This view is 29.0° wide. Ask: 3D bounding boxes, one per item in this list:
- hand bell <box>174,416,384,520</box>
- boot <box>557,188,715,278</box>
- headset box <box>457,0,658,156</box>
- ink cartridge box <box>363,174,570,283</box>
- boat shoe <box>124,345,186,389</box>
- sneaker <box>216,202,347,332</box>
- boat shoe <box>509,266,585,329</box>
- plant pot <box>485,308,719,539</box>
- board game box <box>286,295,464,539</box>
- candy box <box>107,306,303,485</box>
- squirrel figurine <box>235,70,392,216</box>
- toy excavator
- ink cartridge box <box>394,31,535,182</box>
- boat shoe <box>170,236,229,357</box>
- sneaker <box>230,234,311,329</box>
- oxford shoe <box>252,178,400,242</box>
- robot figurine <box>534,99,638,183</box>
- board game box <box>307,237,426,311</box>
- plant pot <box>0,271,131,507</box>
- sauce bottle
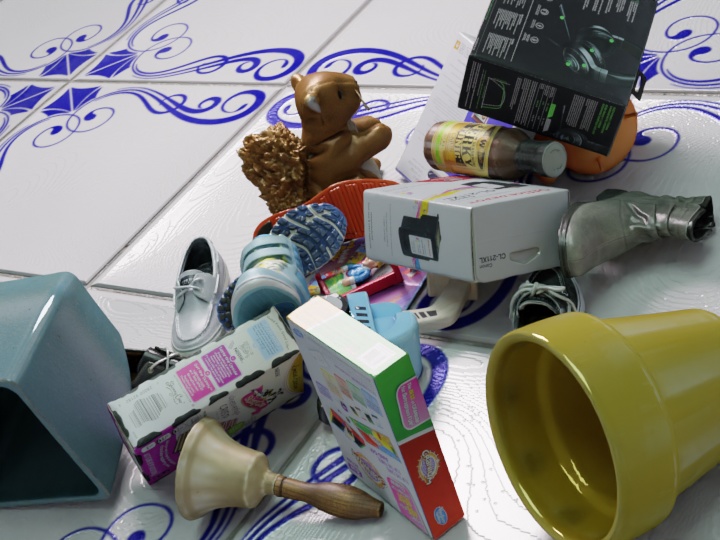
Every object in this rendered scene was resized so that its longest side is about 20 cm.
[{"bbox_3d":[-0.071,0.212,1.362,0.198,0.105,0.104,8,42,21],"label":"hand bell"},{"bbox_3d":[0.300,-0.047,1.489,0.130,0.068,0.200,3,22,33],"label":"boot"},{"bbox_3d":[0.233,-0.246,1.590,0.198,0.093,0.175,18,57,6],"label":"headset box"},{"bbox_3d":[0.118,-0.051,1.545,0.145,0.084,0.199,-11,14,-34],"label":"ink cartridge box"},{"bbox_3d":[-0.225,0.121,1.579,0.198,0.068,0.072,0,37,27],"label":"boat shoe"},{"bbox_3d":[-0.098,-0.003,1.657,0.200,0.077,0.085,-43,-1,-14],"label":"sneaker"},{"bbox_3d":[0.189,0.045,1.450,0.073,0.069,0.200,-5,36,22],"label":"boat shoe"},{"bbox_3d":[0.239,0.120,1.217,0.187,0.203,0.201,-18,30,-23],"label":"plant pot"},{"bbox_3d":[0.014,0.136,1.297,0.040,0.201,0.153,-33,35,-20],"label":"board game box"},{"bbox_3d":[-0.157,0.133,1.454,0.199,0.137,0.061,-31,70,-13],"label":"candy box"},{"bbox_3d":[-0.057,-0.152,1.763,0.198,0.188,0.142,-21,33,0],"label":"squirrel figurine"},{"bbox_3d":[0.041,0.067,1.501,0.198,0.101,0.195,-7,32,-3],"label":"toy excavator"},{"bbox_3d":[0.139,-0.173,1.739,0.201,0.043,0.198,-64,35,16],"label":"ink cartridge box"},{"bbox_3d":[-0.202,0.030,1.689,0.069,0.072,0.202,-15,33,10],"label":"boat shoe"},{"bbox_3d":[-0.106,0.007,1.518,0.079,0.200,0.132,-20,68,4],"label":"sneaker"},{"bbox_3d":[-0.035,-0.063,1.721,0.198,0.072,0.073,-16,-7,5],"label":"oxford shoe"},{"bbox_3d":[0.260,-0.186,1.703,0.143,0.118,0.200,-21,31,-18],"label":"robot figurine"},{"bbox_3d":[0.000,0.000,1.647,0.157,0.039,0.200,2,39,32],"label":"board game box"},{"bbox_3d":[-0.361,0.116,1.508,0.195,0.197,0.201,-8,42,27],"label":"plant pot"},{"bbox_3d":[0.156,-0.138,1.612,0.065,0.065,0.199,-40,29,-27],"label":"sauce bottle"}]
